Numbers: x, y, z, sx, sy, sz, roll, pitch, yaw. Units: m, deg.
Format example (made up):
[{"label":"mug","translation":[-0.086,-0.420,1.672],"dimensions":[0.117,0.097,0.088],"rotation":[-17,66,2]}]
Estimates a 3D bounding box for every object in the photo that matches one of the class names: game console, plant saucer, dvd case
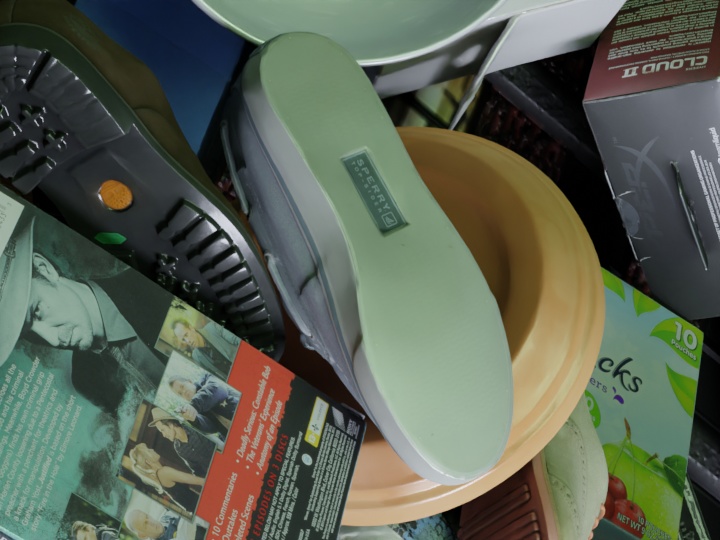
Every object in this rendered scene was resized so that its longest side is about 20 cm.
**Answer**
[{"label":"game console","translation":[-0.091,-0.144,0.924],"dimensions":[0.172,0.119,0.201],"rotation":[34,58,-23]},{"label":"plant saucer","translation":[0.008,0.015,0.914],"dimensions":[0.037,0.199,0.201],"rotation":[67,34,-56]},{"label":"dvd case","translation":[-0.093,0.062,0.774],"dimensions":[0.200,0.022,0.146],"rotation":[34,42,-19]}]

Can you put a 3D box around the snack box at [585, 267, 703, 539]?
[{"label":"snack box","translation":[0.075,0.048,1.020],"dimensions":[0.200,0.053,0.143],"rotation":[31,50,-21]}]

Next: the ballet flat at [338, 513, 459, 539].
[{"label":"ballet flat","translation":[0.024,0.163,0.925],"dimensions":[0.074,0.074,0.200],"rotation":[-26,75,-41]}]

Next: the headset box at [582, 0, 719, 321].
[{"label":"headset box","translation":[0.183,-0.081,1.091],"dimensions":[0.200,0.075,0.149],"rotation":[-69,143,-48]}]

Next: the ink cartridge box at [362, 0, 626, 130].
[{"label":"ink cartridge box","translation":[0.048,-0.179,1.014],"dimensions":[0.125,0.129,0.201],"rotation":[-15,84,-5]}]

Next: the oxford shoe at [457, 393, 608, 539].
[{"label":"oxford shoe","translation":[0.085,0.113,0.912],"dimensions":[0.074,0.071,0.201],"rotation":[15,60,-33]}]

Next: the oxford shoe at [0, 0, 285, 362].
[{"label":"oxford shoe","translation":[-0.087,-0.037,0.844],"dimensions":[0.200,0.072,0.085],"rotation":[59,20,-32]}]

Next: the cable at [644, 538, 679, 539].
[{"label":"cable","translation":[0.152,0.222,0.950],"dimensions":[0.069,0.200,0.200],"rotation":[-34,97,-52]}]

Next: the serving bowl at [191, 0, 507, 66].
[{"label":"serving bowl","translation":[-0.010,-0.190,0.904],"dimensions":[0.199,0.066,0.201],"rotation":[-1,96,-13]}]

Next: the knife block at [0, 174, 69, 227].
[{"label":"knife block","translation":[-0.173,0.009,0.816],"dimensions":[0.176,0.064,0.200],"rotation":[57,34,-10]}]

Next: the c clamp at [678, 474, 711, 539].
[{"label":"c clamp","translation":[0.124,0.161,1.061],"dimensions":[0.171,0.027,0.201],"rotation":[-23,88,-41]}]

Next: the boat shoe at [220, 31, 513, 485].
[{"label":"boat shoe","translation":[-0.001,0.000,0.860],"dimensions":[0.070,0.071,0.201],"rotation":[-18,78,-32]}]
